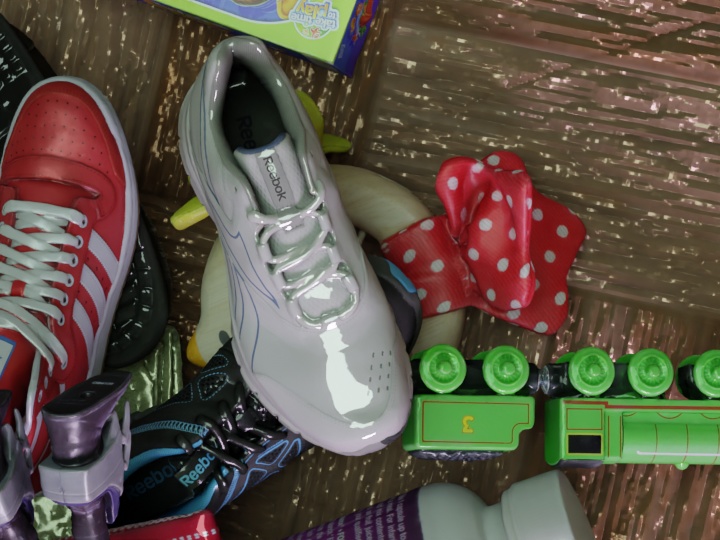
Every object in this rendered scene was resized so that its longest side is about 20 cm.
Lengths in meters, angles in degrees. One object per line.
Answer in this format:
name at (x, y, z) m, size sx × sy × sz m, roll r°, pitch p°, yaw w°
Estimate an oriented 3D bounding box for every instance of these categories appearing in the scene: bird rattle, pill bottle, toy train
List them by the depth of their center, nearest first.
toy train at (0.113, 0.064, 1.352) m, size 0.199 × 0.042 × 0.057 m, roll 2°, pitch 83°, yaw -11°
pill bottle at (0.015, 0.165, 1.359) m, size 0.199 × 0.112 × 0.113 m, roll -21°, pitch 81°, yaw 10°
bird rattle at (0.000, 0.000, 1.405) m, size 0.199 × 0.113 × 0.164 m, roll 22°, pitch 102°, yaw 0°

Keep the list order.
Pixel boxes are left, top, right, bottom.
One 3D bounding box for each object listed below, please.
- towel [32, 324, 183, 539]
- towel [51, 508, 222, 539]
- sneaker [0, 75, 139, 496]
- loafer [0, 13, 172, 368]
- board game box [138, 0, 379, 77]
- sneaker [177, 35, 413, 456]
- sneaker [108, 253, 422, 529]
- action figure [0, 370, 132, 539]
towel at (-0.180, 0.101, 1.446) m, size 0.199 × 0.036 × 0.149 m, roll -2°, pitch 86°, yaw 11°
towel at (-0.106, 0.218, 1.324) m, size 0.144 × 0.022 × 0.201 m, roll -13°, pitch 90°, yaw 24°
sneaker at (-0.156, 0.010, 1.333) m, size 0.071 × 0.112 × 0.201 m, roll 8°, pitch 94°, yaw 15°
loafer at (-0.144, -0.044, 1.431) m, size 0.073 × 0.071 × 0.201 m, roll -31°, pitch 75°, yaw 14°
board game box at (-0.076, -0.193, 1.444) m, size 0.199 × 0.045 × 0.135 m, roll 20°, pitch 89°, yaw 13°
sneaker at (-0.034, -0.012, 1.284) m, size 0.074 × 0.087 × 0.201 m, roll -23°, pitch 73°, yaw -8°
sneaker at (-0.051, 0.072, 1.348) m, size 0.200 × 0.082 × 0.073 m, roll -40°, pitch 101°, yaw 17°
action figure at (-0.125, 0.150, 1.278) m, size 0.130 × 0.069 × 0.201 m, roll -3°, pitch 108°, yaw 13°
